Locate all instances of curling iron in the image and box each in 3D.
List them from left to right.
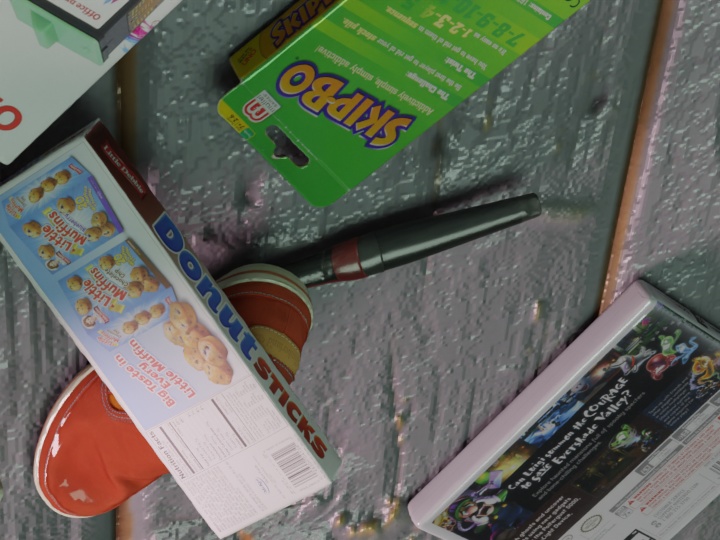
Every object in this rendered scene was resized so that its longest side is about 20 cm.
[{"bbox_3d":[0.000,0.000,1.026,0.199,0.026,0.050,-24,131,-3],"label":"curling iron"}]

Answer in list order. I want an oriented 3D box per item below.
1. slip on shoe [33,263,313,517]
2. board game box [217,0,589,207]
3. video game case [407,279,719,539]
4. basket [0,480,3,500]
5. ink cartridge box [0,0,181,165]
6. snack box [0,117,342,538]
[{"bbox_3d":[-0.100,0.072,0.997,0.074,0.061,0.200,35,125,-27],"label":"slip on shoe"},{"bbox_3d":[0.029,-0.118,0.938,0.200,0.030,0.096,-40,133,7],"label":"board game box"},{"bbox_3d":[0.154,0.111,1.197,0.181,0.023,0.200,29,113,-40],"label":"video game case"},{"bbox_3d":[-0.250,0.066,0.849,0.135,0.200,0.124,28,109,-39],"label":"basket"},{"bbox_3d":[-0.131,-0.160,0.785,0.200,0.084,0.145,-41,133,13],"label":"ink cartridge box"},{"bbox_3d":[-0.093,0.030,0.926,0.072,0.024,0.201,-28,104,27],"label":"snack box"}]
